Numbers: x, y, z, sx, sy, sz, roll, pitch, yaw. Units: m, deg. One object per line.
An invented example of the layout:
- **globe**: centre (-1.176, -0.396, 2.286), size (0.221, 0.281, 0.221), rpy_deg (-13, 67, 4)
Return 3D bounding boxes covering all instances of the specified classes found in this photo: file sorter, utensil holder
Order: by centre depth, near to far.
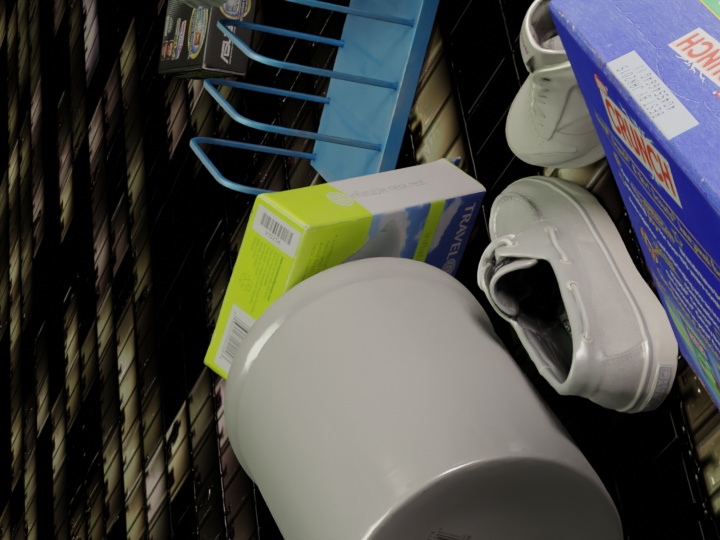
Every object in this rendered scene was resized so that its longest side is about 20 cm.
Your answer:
- **utensil holder**: centre (0.032, 0.113, 0.947), size (0.200, 0.170, 0.170), rpy_deg (-125, 48, -55)
- **file sorter**: centre (-0.036, -0.158, 1.256), size (0.139, 0.122, 0.200), rpy_deg (-132, 54, -61)

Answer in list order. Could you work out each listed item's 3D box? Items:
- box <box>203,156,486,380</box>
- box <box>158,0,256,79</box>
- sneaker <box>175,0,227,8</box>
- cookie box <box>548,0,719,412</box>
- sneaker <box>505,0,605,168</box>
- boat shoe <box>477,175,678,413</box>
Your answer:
- **box**: centre (0.000, 0.000, 1.075), size (0.048, 0.200, 0.122), rpy_deg (36, 120, 29)
- **box**: centre (-0.139, -0.285, 1.652), size (0.160, 0.044, 0.200), rpy_deg (-167, 85, -68)
- **sneaker**: centre (-0.110, -0.243, 1.229), size (0.200, 0.076, 0.081), rpy_deg (-6, 66, 63)
- **cookie box**: centre (0.159, -0.002, 0.648), size (0.200, 0.075, 0.171), rpy_deg (62, -178, -37)
- **sneaker**: centre (0.114, -0.115, 0.906), size (0.200, 0.099, 0.075), rpy_deg (138, 133, -60)
- **boat shoe**: centre (0.101, 0.008, 0.935), size (0.200, 0.068, 0.072), rpy_deg (-111, 36, -50)
